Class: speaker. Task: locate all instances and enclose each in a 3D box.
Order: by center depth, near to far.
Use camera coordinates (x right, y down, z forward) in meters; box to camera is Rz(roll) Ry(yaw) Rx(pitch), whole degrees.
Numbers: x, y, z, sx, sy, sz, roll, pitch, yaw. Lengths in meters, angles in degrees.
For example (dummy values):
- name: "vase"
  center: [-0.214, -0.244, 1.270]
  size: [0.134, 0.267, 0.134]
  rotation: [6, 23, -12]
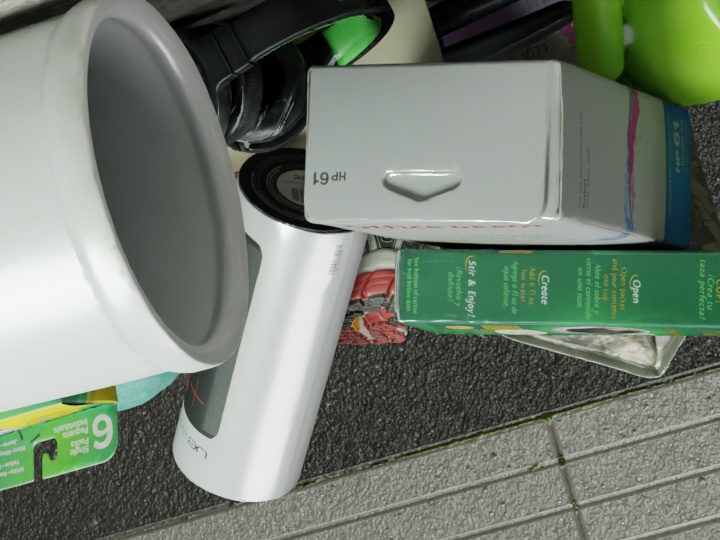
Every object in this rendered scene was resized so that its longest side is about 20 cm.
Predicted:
- name: "speaker"
  center: [-0.051, 0.034, 1.465]
  size: [0.081, 0.081, 0.201]
  rotation: [-17, 137, -38]

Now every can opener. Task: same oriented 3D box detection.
- name: "can opener"
  center: [0.036, -0.129, 1.538]
  size: [0.199, 0.064, 0.079]
  rotation: [-19, -161, -5]

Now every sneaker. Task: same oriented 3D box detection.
- name: "sneaker"
  center: [0.000, 0.000, 1.570]
  size: [0.077, 0.083, 0.200]
  rotation: [4, 169, -15]

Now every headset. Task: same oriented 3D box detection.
- name: "headset"
  center: [-0.065, -0.083, 1.355]
  size: [0.199, 0.094, 0.123]
  rotation: [-31, 170, 23]

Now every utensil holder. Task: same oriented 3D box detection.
- name: "utensil holder"
  center: [-0.173, -0.017, 1.159]
  size: [0.199, 0.171, 0.170]
  rotation: [-15, 180, 18]

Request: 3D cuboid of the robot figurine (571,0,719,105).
- name: "robot figurine"
  center: [0.193, -0.153, 1.383]
  size: [0.175, 0.116, 0.200]
  rotation: [-28, -176, -24]

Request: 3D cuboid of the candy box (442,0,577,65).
- name: "candy box"
  center: [0.172, -0.167, 1.710]
  size: [0.167, 0.072, 0.200]
  rotation: [-17, 180, 31]

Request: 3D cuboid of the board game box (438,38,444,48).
- name: "board game box"
  center: [0.121, -0.090, 1.770]
  size: [0.151, 0.200, 0.037]
  rotation: [-16, 147, -54]

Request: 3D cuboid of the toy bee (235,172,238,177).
- name: "toy bee"
  center: [-0.072, -0.071, 1.612]
  size: [0.199, 0.131, 0.109]
  rotation: [-11, 136, -15]

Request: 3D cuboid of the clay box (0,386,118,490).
- name: "clay box"
  center: [-0.193, 0.012, 1.368]
  size: [0.114, 0.201, 0.047]
  rotation: [-18, 166, 37]

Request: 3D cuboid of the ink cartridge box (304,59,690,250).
- name: "ink cartridge box"
  center: [0.076, -0.057, 1.359]
  size: [0.144, 0.085, 0.200]
  rotation: [0, 177, 26]

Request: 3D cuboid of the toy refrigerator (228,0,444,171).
- name: "toy refrigerator"
  center: [-0.053, -0.103, 1.451]
  size: [0.199, 0.070, 0.076]
  rotation: [-18, 172, 2]

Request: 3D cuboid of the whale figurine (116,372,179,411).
- name: "whale figurine"
  center: [-0.172, 0.054, 1.481]
  size: [0.200, 0.104, 0.159]
  rotation: [-44, 178, 21]

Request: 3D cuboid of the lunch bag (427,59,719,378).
- name: "lunch bag"
  center: [0.111, -0.041, 1.581]
  size: [0.199, 0.165, 0.118]
  rotation: [15, 131, -24]

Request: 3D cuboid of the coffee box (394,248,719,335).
- name: "coffee box"
  center: [0.127, 0.013, 1.418]
  size: [0.199, 0.044, 0.123]
  rotation: [0, 176, 11]
